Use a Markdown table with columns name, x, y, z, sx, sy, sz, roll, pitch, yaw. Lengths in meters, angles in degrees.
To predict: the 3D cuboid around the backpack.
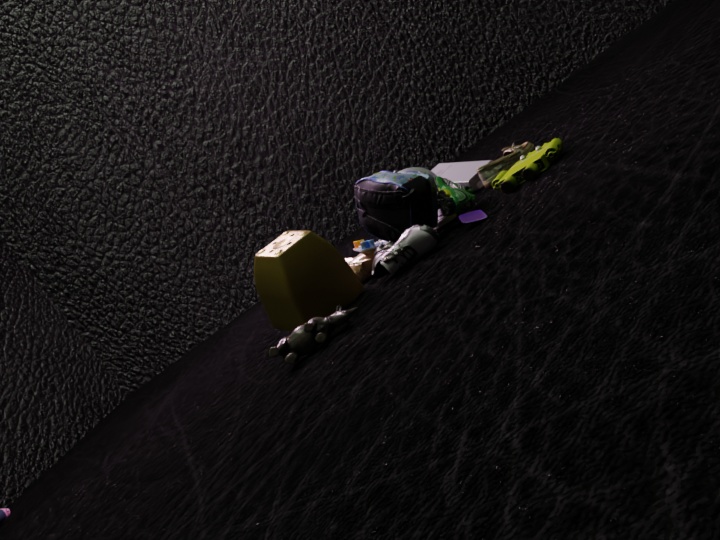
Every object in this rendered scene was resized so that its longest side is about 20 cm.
| name | x | y | z | sx | sy | sz | roll | pitch | yaw |
| --- | --- | --- | --- | --- | --- | --- | --- | --- | --- |
| backpack | 0.092 | -0.160 | 1.588 | 0.199 | 0.184 | 0.147 | 19 | 37 | 42 |

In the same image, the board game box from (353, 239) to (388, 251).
| name | x | y | z | sx | sy | sz | roll | pitch | yaw |
| --- | --- | --- | --- | --- | --- | --- | --- | --- | --- |
| board game box | 0.083 | -0.090 | 1.745 | 0.198 | 0.026 | 0.200 | -15 | 4 | -6 |

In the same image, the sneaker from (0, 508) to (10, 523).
| name | x | y | z | sx | sy | sz | roll | pitch | yaw |
| --- | --- | --- | --- | --- | --- | --- | --- | --- | --- |
| sneaker | -1.304 | 0.891 | 2.242 | 0.199 | 0.071 | 0.082 | -29 | -7 | 30 |

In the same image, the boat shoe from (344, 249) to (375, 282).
| name | x | y | z | sx | sy | sz | roll | pitch | yaw |
| --- | --- | --- | --- | --- | --- | --- | --- | --- | --- |
| boat shoe | 0.000 | 0.000 | 1.713 | 0.199 | 0.074 | 0.070 | -17 | 42 | 47 |

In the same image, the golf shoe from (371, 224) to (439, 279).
| name | x | y | z | sx | sy | sz | roll | pitch | yaw |
| --- | --- | --- | --- | --- | --- | --- | --- | --- | --- |
| golf shoe | 0.100 | -0.034 | 1.462 | 0.200 | 0.078 | 0.095 | -31 | 25 | 47 |

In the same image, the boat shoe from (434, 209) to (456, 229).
| name | x | y | z | sx | sy | sz | roll | pitch | yaw |
| --- | --- | --- | --- | --- | --- | --- | --- | --- | --- |
| boat shoe | 0.201 | -0.171 | 1.703 | 0.074 | 0.093 | 0.200 | -31 | 7 | 7 |

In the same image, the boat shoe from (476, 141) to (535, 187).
| name | x | y | z | sx | sy | sz | roll | pitch | yaw |
| --- | --- | --- | --- | --- | --- | --- | --- | --- | --- |
| boat shoe | 0.401 | -0.304 | 1.746 | 0.200 | 0.063 | 0.073 | -39 | 7 | -25 |

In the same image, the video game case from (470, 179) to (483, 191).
| name | x | y | z | sx | sy | sz | roll | pitch | yaw |
| --- | --- | --- | --- | --- | --- | --- | --- | --- | --- |
| video game case | 0.371 | -0.285 | 1.942 | 0.182 | 0.022 | 0.200 | -38 | 7 | -17 |

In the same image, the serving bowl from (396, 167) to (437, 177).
| name | x | y | z | sx | sy | sz | roll | pitch | yaw |
| --- | --- | --- | --- | --- | --- | --- | --- | --- | --- |
| serving bowl | 0.152 | -0.193 | 1.833 | 0.199 | 0.200 | 0.066 | -35 | 38 | 11 |

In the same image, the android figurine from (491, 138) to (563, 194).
| name | x | y | z | sx | sy | sz | roll | pitch | yaw |
| --- | --- | --- | --- | --- | --- | --- | --- | --- | --- |
| android figurine | 0.396 | -0.247 | 1.497 | 0.182 | 0.041 | 0.200 | -30 | 11 | 43 |

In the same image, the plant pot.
| name | x | y | z | sx | sy | sz | roll | pitch | yaw |
| --- | --- | --- | --- | --- | --- | --- | --- | --- | --- |
| plant pot | -0.146 | 0.013 | 1.566 | 0.195 | 0.201 | 0.194 | -39 | 25 | -29 |

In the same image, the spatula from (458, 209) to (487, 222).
| name | x | y | z | sx | sy | sz | roll | pitch | yaw |
| --- | --- | --- | --- | --- | --- | --- | --- | --- | --- |
| spatula | 0.247 | -0.124 | 1.467 | 0.056 | 0.021 | 0.200 | -15 | 4 | 3 |

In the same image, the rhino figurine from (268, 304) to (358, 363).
| name | x | y | z | sx | sy | sz | roll | pitch | yaw |
| --- | --- | --- | --- | --- | --- | --- | --- | --- | --- |
| rhino figurine | -0.090 | 0.127 | 1.310 | 0.199 | 0.060 | 0.087 | -33 | -4 | 2 |

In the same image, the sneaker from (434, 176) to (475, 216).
| name | x | y | z | sx | sy | sz | roll | pitch | yaw |
| --- | --- | --- | --- | --- | --- | --- | --- | --- | --- |
| sneaker | 0.230 | -0.183 | 1.587 | 0.084 | 0.079 | 0.200 | -5 | 25 | -6 |

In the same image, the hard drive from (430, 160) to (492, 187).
| name | x | y | z | sx | sy | sz | roll | pitch | yaw |
| --- | --- | --- | --- | --- | --- | --- | --- | --- | --- |
| hard drive | 0.281 | -0.285 | 1.903 | 0.199 | 0.027 | 0.132 | 6 | 39 | 47 |
